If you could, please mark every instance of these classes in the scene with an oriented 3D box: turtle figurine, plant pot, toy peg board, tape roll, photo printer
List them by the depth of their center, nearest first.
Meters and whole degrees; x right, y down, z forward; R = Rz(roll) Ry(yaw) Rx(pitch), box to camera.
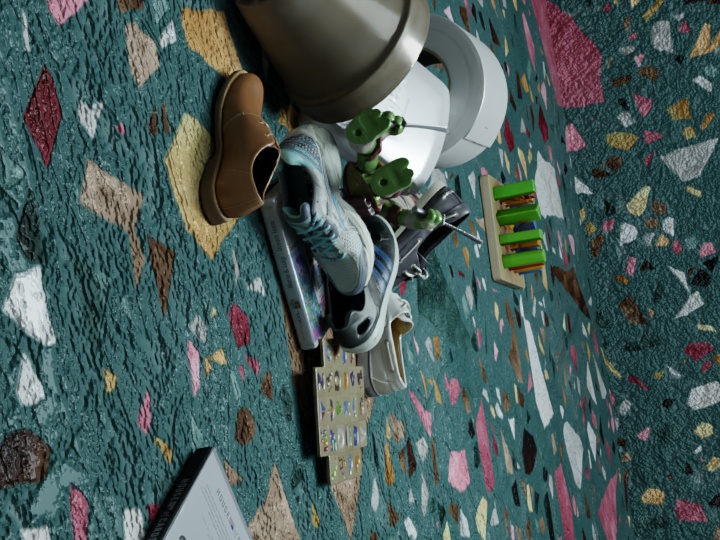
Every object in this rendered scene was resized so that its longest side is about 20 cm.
[{"bbox_3d":[-0.047,-0.300,1.546,0.173,0.199,0.201,39,42,-40],"label":"plant pot"},{"bbox_3d":[0.053,-0.124,1.574,0.194,0.199,0.145,66,31,-80],"label":"turtle figurine"},{"bbox_3d":[0.028,-0.201,1.706,0.200,0.069,0.167,35,62,-31],"label":"photo printer"},{"bbox_3d":[0.092,-0.246,1.865,0.139,0.202,0.204,2,79,-70],"label":"tape roll"},{"bbox_3d":[0.310,-0.077,2.572,0.199,0.097,0.201,17,66,-69],"label":"toy peg board"}]

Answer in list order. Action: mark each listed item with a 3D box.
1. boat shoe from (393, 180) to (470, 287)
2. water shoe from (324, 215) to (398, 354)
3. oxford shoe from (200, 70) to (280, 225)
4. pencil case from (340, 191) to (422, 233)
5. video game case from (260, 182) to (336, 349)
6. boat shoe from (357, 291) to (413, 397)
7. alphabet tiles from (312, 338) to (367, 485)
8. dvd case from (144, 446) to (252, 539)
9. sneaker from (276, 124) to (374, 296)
[{"bbox_3d":[0.063,-0.017,1.698,0.200,0.063,0.073,-54,168,2],"label":"boat shoe"},{"bbox_3d":[0.000,0.000,1.607,0.079,0.071,0.201,54,31,-48],"label":"water shoe"},{"bbox_3d":[-0.114,-0.134,1.414,0.071,0.071,0.201,55,29,-48],"label":"oxford shoe"},{"bbox_3d":[0.032,-0.072,1.793,0.090,0.078,0.200,67,18,3],"label":"pencil case"},{"bbox_3d":[-0.058,-0.028,1.597,0.200,0.024,0.183,-55,133,-65],"label":"video game case"},{"bbox_3d":[0.036,0.065,1.749,0.071,0.070,0.201,50,35,-55],"label":"boat shoe"},{"bbox_3d":[-0.023,0.164,1.595,0.200,0.006,0.167,13,73,-74],"label":"alphabet tiles"},{"bbox_3d":[-0.144,0.274,1.194,0.200,0.025,0.151,-65,141,-60],"label":"dvd case"},{"bbox_3d":[-0.052,-0.057,1.504,0.086,0.077,0.201,-41,113,-55],"label":"sneaker"}]
